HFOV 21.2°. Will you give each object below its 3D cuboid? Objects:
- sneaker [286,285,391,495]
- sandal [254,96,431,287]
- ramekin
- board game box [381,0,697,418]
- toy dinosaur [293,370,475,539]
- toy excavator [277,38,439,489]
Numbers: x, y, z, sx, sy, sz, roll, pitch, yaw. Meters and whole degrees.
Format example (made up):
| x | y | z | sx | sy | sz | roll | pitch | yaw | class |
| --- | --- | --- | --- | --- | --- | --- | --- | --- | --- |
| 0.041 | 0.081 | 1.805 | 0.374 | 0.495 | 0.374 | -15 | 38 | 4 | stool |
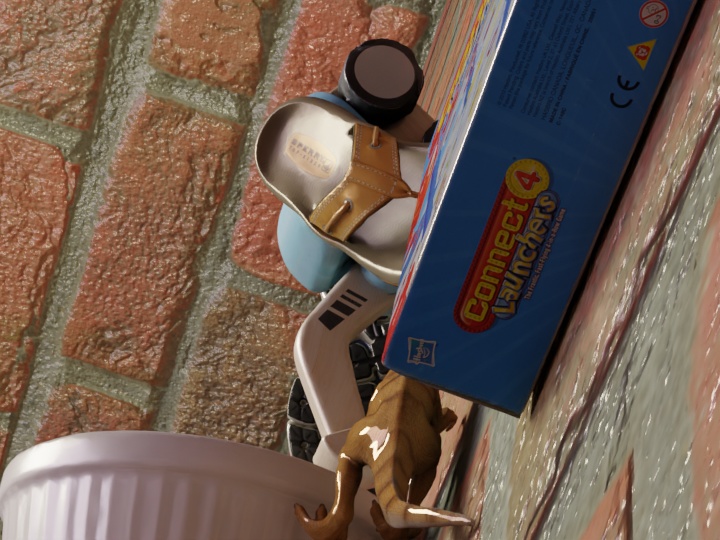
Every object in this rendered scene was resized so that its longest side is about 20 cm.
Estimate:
| x | y | z | sx | sy | sz | roll | pitch | yaw | class |
| --- | --- | --- | --- | --- | --- | --- | --- | --- | --- |
| 0.006 | 0.063 | 1.170 | 0.089 | 0.078 | 0.201 | 69 | -155 | -54 | sneaker |
| 0.000 | -0.048 | 1.002 | 0.200 | 0.054 | 0.081 | 30 | 91 | 46 | sandal |
| -0.084 | 0.158 | 0.929 | 0.203 | 0.201 | 0.095 | 112 | 166 | -62 | ramekin |
| 0.073 | -0.083 | 0.716 | 0.196 | 0.056 | 0.201 | -76 | 5 | -63 | board game box |
| 0.013 | 0.078 | 0.824 | 0.200 | 0.060 | 0.107 | -75 | 6 | -60 | toy dinosaur |
| 0.000 | 0.000 | 1.094 | 0.200 | 0.194 | 0.100 | -41 | -11 | -24 | toy excavator |
